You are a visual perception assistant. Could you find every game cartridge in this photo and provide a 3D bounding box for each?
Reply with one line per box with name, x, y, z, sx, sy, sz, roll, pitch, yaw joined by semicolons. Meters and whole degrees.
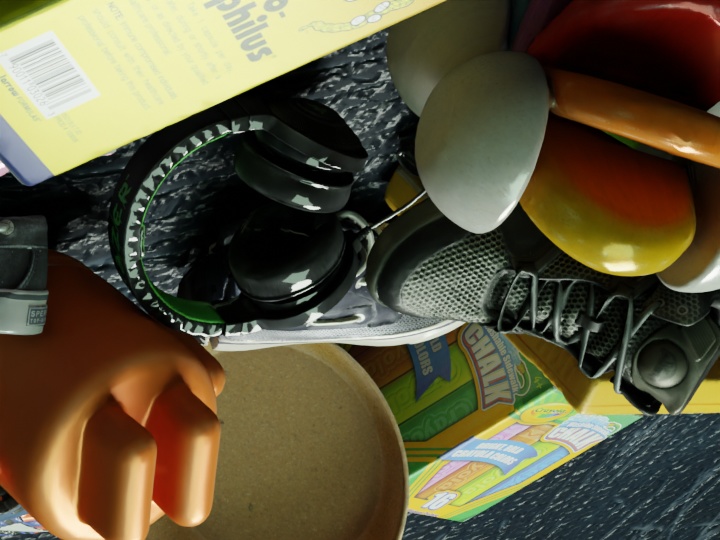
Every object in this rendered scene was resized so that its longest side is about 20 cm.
game cartridge;0.131;0.011;1.105;0.175;0.200;0.033;3;125;-39

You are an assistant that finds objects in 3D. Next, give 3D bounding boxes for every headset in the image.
headset;-0.037;-0.038;1.018;0.199;0.094;0.124;-8;121;-23

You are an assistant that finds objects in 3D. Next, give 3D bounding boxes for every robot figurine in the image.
robot figurine;-0.153;0.061;1.007;0.144;0.200;0.117;-46;138;-11

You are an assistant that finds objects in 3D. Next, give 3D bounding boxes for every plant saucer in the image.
plant saucer;-0.059;0.119;1.206;0.200;0.201;0.035;-32;179;22

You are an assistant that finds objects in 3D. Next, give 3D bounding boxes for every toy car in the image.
toy car;0.117;-0.096;0.915;0.174;0.201;0.151;14;124;-20

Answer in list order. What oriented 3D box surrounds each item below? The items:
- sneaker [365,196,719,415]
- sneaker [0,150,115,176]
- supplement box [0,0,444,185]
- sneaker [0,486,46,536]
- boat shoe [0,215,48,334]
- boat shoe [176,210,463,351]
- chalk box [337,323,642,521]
sneaker;0.104;0.013;0.961;0.198;0.115;0.077;3;128;-30
sneaker;-0.152;-0.065;0.895;0.199;0.071;0.082;-22;151;6
supplement box;-0.076;-0.137;0.769;0.199;0.109;0.110;-23;153;5
sneaker;-0.208;0.134;1.249;0.199;0.076;0.078;6;156;-33
boat shoe;-0.248;-0.009;0.936;0.198;0.068;0.072;4;-179;0
boat shoe;0.000;0.000;1.115;0.198;0.075;0.093;-11;164;-19
chalk box;0.089;0.055;1.241;0.199;0.125;0.124;-35;151;24
